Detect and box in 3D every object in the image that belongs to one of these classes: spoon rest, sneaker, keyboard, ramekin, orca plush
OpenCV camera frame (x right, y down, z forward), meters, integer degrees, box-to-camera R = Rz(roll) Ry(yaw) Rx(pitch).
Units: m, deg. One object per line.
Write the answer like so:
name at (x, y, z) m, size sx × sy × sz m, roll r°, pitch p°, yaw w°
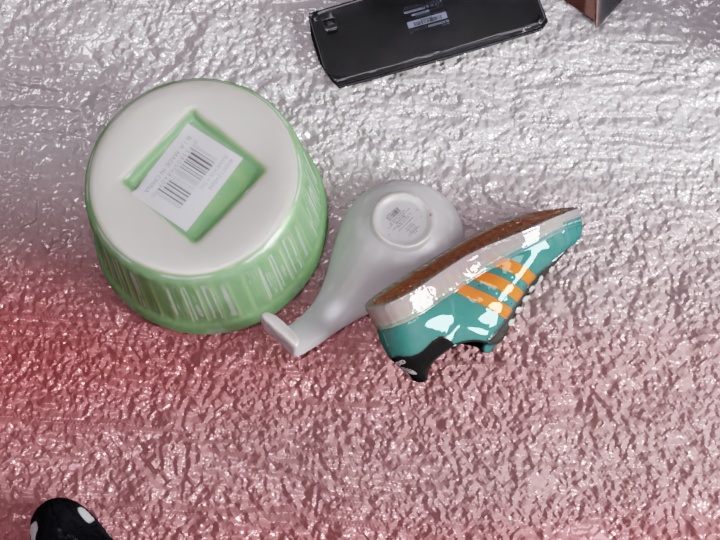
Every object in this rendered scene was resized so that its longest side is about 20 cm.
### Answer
spoon rest at (0.000, 0.000, 1.363) m, size 0.099 × 0.061 × 0.200 m, roll 42°, pitch 65°, yaw 16°
sneaker at (0.100, 0.018, 1.340) m, size 0.199 × 0.071 × 0.080 m, roll -29°, pitch 103°, yaw -18°
keyboard at (0.052, -0.235, 1.460) m, size 0.199 × 0.021 × 0.128 m, roll -15°, pitch 70°, yaw -2°
ramekin at (-0.128, -0.057, 1.365) m, size 0.199 × 0.098 × 0.201 m, roll -2°, pitch 69°, yaw 4°
orca plush at (-0.213, 0.261, 1.266) m, size 0.105 × 0.071 × 0.201 m, roll -7°, pitch 69°, yaw 2°

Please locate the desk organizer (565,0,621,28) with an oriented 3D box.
desk organizer at (0.236, -0.316, 1.447) m, size 0.077 × 0.072 × 0.200 m, roll 37°, pitch 76°, yaw 19°
